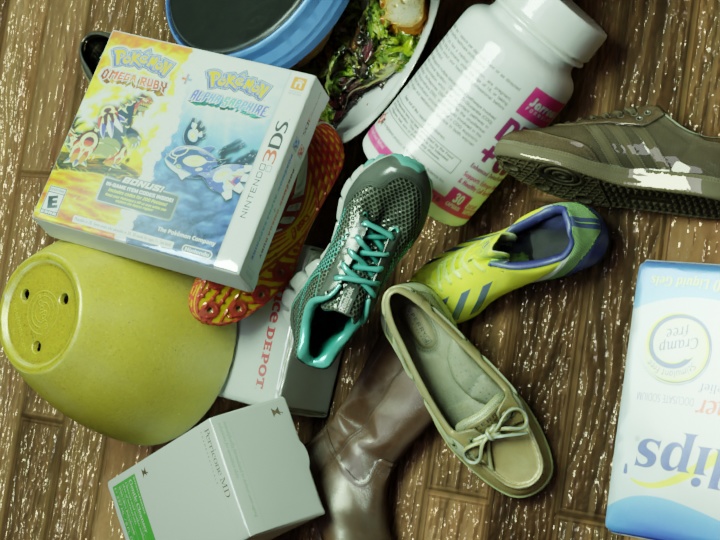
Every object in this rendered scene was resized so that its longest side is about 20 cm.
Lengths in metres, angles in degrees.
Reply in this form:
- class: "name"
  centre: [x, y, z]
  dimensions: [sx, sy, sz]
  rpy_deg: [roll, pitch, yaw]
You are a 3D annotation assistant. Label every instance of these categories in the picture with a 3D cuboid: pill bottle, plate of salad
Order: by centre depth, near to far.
- class: "pill bottle"
  centre: [0.103, -0.145, 1.304]
  dimensions: [0.200, 0.113, 0.114]
  rpy_deg: [-51, 58, 16]
- class: "plate of salad"
  centre: [0.001, -0.202, 1.386]
  dimensions: [0.200, 0.048, 0.201]
  rpy_deg: [-40, 37, 38]

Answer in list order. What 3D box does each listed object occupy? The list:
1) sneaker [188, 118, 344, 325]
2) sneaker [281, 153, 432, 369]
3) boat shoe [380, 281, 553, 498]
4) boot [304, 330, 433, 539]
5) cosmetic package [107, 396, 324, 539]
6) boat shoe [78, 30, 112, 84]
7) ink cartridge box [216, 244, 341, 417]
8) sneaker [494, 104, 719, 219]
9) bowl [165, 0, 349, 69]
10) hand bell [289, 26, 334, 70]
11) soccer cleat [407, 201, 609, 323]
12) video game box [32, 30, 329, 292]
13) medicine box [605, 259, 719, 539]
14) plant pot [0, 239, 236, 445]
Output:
- class: "sneaker"
  centre: [-0.083, -0.040, 1.351]
  dimensions: [0.201, 0.073, 0.077]
  rpy_deg: [-57, 32, -12]
- class: "sneaker"
  centre: [0.000, 0.000, 1.265]
  dimensions: [0.092, 0.077, 0.201]
  rpy_deg: [-89, 23, -56]
- class: "boat shoe"
  centre: [0.082, 0.097, 1.267]
  dimensions: [0.073, 0.063, 0.202]
  rpy_deg: [-33, 85, 7]
- class: "boot"
  centre: [0.036, 0.158, 1.328]
  dimensions: [0.186, 0.064, 0.201]
  rpy_deg: [44, 101, 30]
- class: "cosmetic package"
  centre: [-0.128, 0.195, 1.368]
  dimensions: [0.200, 0.084, 0.108]
  rpy_deg: [-36, 71, 49]
- class: "boat shoe"
  centre: [-0.202, -0.157, 1.421]
  dimensions: [0.075, 0.073, 0.200]
  rpy_deg: [-56, 42, 5]
- class: "ink cartridge box"
  centre: [-0.112, 0.040, 1.432]
  dimensions: [0.199, 0.087, 0.147]
  rpy_deg: [11, 88, 37]
- class: "sneaker"
  centre: [0.207, -0.093, 1.242]
  dimensions: [0.198, 0.071, 0.076]
  rpy_deg: [13, 72, 15]
- class: "bowl"
  centre: [-0.089, -0.261, 1.384]
  dimensions: [0.199, 0.039, 0.203]
  rpy_deg: [-17, 60, 31]
- class: "hand bell"
  centre: [-0.082, -0.168, 1.414]
  dimensions: [0.200, 0.104, 0.105]
  rpy_deg: [-39, 61, 38]
- class: "soccer cleat"
  centre: [0.106, -0.008, 1.293]
  dimensions: [0.199, 0.083, 0.065]
  rpy_deg: [-22, 69, 29]
- class: "video game box"
  centre: [-0.149, -0.094, 1.314]
  dimensions: [0.198, 0.047, 0.184]
  rpy_deg: [14, 71, 19]
- class: "medicine box"
  centre: [0.288, 0.104, 1.136]
  dimensions: [0.181, 0.103, 0.202]
  rpy_deg: [4, 83, 35]
- class: "plant pot"
  centre: [-0.227, 0.047, 1.372]
  dimensions: [0.199, 0.141, 0.202]
  rpy_deg: [-7, 78, 35]
